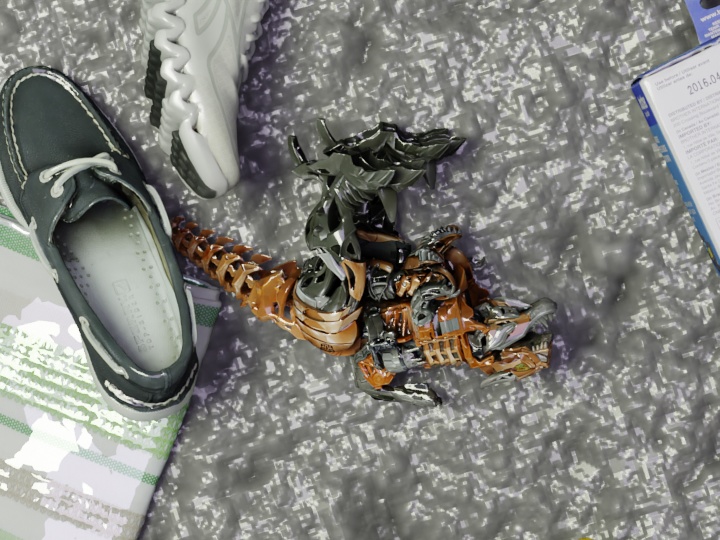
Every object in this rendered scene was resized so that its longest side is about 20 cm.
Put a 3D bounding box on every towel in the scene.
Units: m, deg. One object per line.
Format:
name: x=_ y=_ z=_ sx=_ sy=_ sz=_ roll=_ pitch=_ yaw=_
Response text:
towel: x=-0.172 y=0.079 z=1.258 sx=0.149 sy=0.031 sz=0.200 roll=20 pitch=93 yaw=2

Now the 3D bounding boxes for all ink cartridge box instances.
ink cartridge box: x=0.225 y=-0.063 z=1.214 sx=0.136 sy=0.076 sz=0.200 roll=-24 pitch=93 yaw=2

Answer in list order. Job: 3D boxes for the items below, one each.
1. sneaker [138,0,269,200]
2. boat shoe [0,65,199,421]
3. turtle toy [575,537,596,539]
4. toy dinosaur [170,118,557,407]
sneaker: x=-0.074 y=-0.135 z=1.215 sx=0.081 sy=0.075 sz=0.200 roll=-6 pitch=78 yaw=-12
boat shoe: x=-0.130 y=-0.024 z=1.214 sx=0.076 sy=0.060 sz=0.200 roll=-24 pitch=75 yaw=-17
turtle toy: x=0.098 y=0.214 z=1.216 sx=0.200 sy=0.101 sz=0.146 roll=31 pitch=70 yaw=4
toy dinosaur: x=0.000 y=0.000 z=1.221 sx=0.200 sy=0.102 sz=0.136 roll=6 pitch=108 yaw=-8
